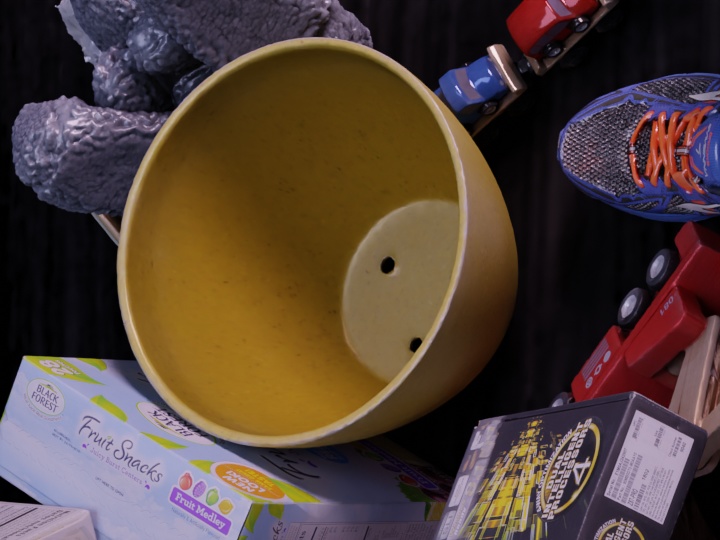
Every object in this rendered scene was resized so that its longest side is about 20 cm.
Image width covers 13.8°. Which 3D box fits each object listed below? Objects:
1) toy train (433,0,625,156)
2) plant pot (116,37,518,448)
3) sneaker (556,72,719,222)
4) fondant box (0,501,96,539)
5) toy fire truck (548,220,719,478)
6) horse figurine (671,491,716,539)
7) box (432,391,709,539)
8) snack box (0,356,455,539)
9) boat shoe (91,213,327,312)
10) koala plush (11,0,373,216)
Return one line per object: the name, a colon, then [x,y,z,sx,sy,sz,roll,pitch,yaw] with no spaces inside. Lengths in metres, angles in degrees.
toy train: [0.099,-0.123,1.487,0.200,0.046,0.034,-43,64,28]
plant pot: [0.000,0.000,1.487,0.199,0.142,0.201,-9,73,30]
sneaker: [0.174,-0.059,1.404,0.199,0.078,0.076,2,88,38]
fondant box: [-0.197,0.191,1.490,0.200,0.058,0.145,0,108,49]
toy fire truck: [0.157,0.050,1.383,0.200,0.049,0.141,-56,19,21]
horse figurine: [0.125,0.206,1.414,0.050,0.132,0.200,35,89,43]
box: [0.070,0.158,1.330,0.201,0.049,0.161,-68,16,-15]
snack box: [-0.058,0.107,1.500,0.168,0.200,0.068,29,105,35]
boat shoe: [-0.093,-0.012,1.620,0.200,0.063,0.073,39,110,32]
koala plush: [-0.097,-0.133,1.592,0.178,0.183,0.200,-59,36,20]
